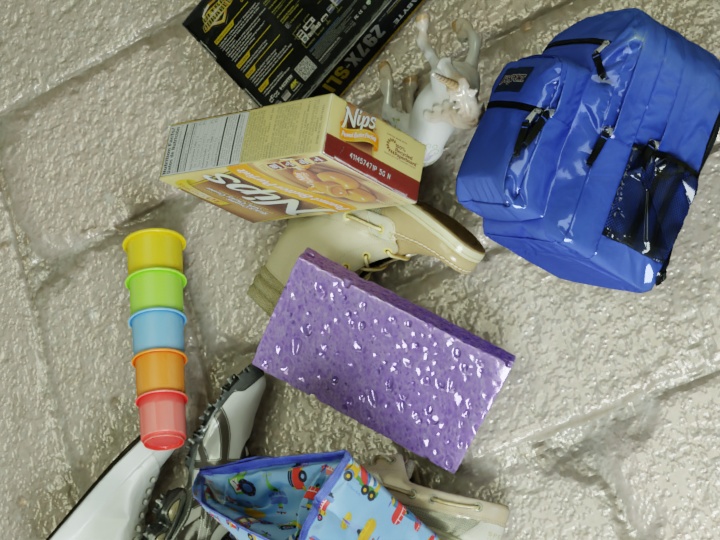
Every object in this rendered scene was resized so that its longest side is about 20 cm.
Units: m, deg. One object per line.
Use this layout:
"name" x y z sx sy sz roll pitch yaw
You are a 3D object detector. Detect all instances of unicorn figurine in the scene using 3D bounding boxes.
"unicorn figurine" 0.063 -0.146 1.276 0.073 0.200 0.138 -1 55 -13

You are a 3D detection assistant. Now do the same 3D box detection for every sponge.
"sponge" 0.017 0.075 1.277 0.199 0.030 0.112 27 112 7

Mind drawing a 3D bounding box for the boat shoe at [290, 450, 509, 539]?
"boat shoe" 0.027 0.186 1.282 0.199 0.072 0.065 20 85 21

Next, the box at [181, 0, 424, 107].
"box" -0.047 -0.245 1.399 0.200 0.049 0.160 -48 63 11

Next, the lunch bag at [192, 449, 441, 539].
"lunch bag" -0.045 0.221 1.236 0.200 0.151 0.094 -5 47 51

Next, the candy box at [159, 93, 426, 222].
"candy box" -0.058 -0.089 1.269 0.199 0.115 0.056 -6 68 44

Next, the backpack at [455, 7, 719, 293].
"backpack" 0.183 -0.104 1.185 0.162 0.167 0.201 16 79 63

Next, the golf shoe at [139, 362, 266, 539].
"golf shoe" -0.116 0.182 1.357 0.094 0.078 0.201 26 92 5

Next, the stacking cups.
"stacking cups" -0.179 0.064 1.384 0.060 0.060 0.201 -18 64 22

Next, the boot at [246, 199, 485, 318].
"boot" 0.000 0.000 1.318 0.200 0.073 0.156 29 93 33

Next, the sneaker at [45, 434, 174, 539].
"sneaker" -0.214 0.223 1.400 0.085 0.073 0.200 40 95 -3
